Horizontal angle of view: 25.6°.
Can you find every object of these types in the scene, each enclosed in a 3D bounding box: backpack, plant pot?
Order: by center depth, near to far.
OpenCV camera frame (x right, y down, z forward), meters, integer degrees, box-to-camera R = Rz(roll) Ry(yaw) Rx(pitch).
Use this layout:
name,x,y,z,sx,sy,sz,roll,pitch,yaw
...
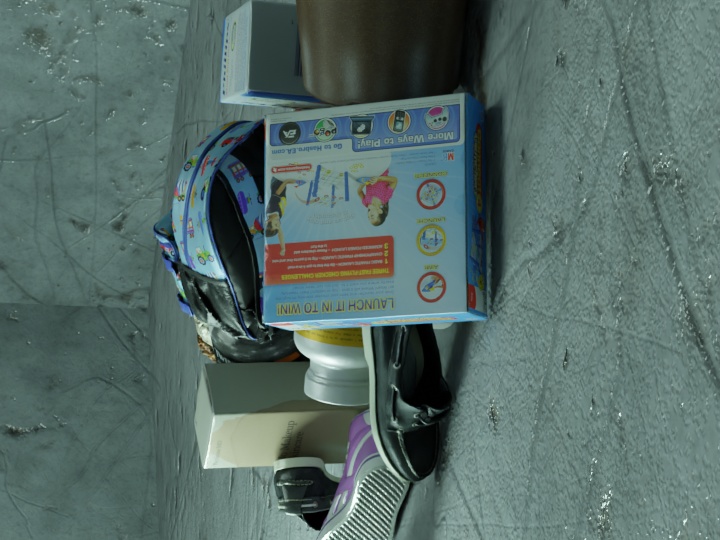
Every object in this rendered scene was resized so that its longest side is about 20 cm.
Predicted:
name,x,y,z,sx,sy,sz,roll,pitch,yaw
plant pot,0.021,-0.265,1.479,0.200,0.200,0.198,-112,20,-61
backpack,-0.116,-0.057,1.570,0.134,0.183,0.200,16,140,36

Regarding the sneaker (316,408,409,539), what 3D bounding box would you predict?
name,x,y,z,sx,sy,sz,roll,pitch,yaw
sneaker,0.005,0.226,1.689,0.114,0.073,0.201,-95,25,-46

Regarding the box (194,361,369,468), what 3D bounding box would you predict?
name,x,y,z,sx,sy,sz,roll,pitch,yaw
box,-0.076,0.156,1.732,0.078,0.200,0.095,-108,23,-46

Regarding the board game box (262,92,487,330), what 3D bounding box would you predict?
name,x,y,z,sx,sy,sz,roll,pitch,yaw
board game box,0.013,-0.050,1.426,0.056,0.200,0.196,20,-112,-65

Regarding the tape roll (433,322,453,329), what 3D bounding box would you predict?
name,x,y,z,sx,sy,sz,roll,pitch,yaw
tape roll,0.067,-0.043,1.531,0.203,0.037,0.203,-177,90,-76

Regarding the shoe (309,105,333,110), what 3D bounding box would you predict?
name,x,y,z,sx,sy,sz,roll,pitch,yaw
shoe,-0.041,-0.138,1.694,0.053,0.200,0.070,-46,61,56

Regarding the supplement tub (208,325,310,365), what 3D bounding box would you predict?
name,x,y,z,sx,sy,sz,roll,pitch,yaw
supplement tub,-0.104,0.094,1.807,0.123,0.122,0.200,-101,2,-47

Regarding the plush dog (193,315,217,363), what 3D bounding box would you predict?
name,x,y,z,sx,sy,sz,roll,pitch,yaw
plush dog,-0.130,0.059,2.056,0.200,0.172,0.161,109,160,-53

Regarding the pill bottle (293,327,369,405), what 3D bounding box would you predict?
name,x,y,z,sx,sy,sz,roll,pitch,yaw
pill bottle,-0.010,0.025,1.538,0.104,0.104,0.200,-134,49,-72

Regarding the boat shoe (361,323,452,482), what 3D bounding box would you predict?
name,x,y,z,sx,sy,sz,roll,pitch,yaw
boat shoe,0.053,0.113,1.485,0.066,0.074,0.200,8,112,39

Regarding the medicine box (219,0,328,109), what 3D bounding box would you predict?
name,x,y,z,sx,sy,sz,roll,pitch,yaw
medicine box,-0.053,-0.234,1.766,0.200,0.182,0.103,-168,82,-77

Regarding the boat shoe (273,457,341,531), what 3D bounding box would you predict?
name,x,y,z,sx,sy,sz,roll,pitch,yaw
boat shoe,-0.050,0.261,1.769,0.200,0.072,0.068,52,-152,-65
